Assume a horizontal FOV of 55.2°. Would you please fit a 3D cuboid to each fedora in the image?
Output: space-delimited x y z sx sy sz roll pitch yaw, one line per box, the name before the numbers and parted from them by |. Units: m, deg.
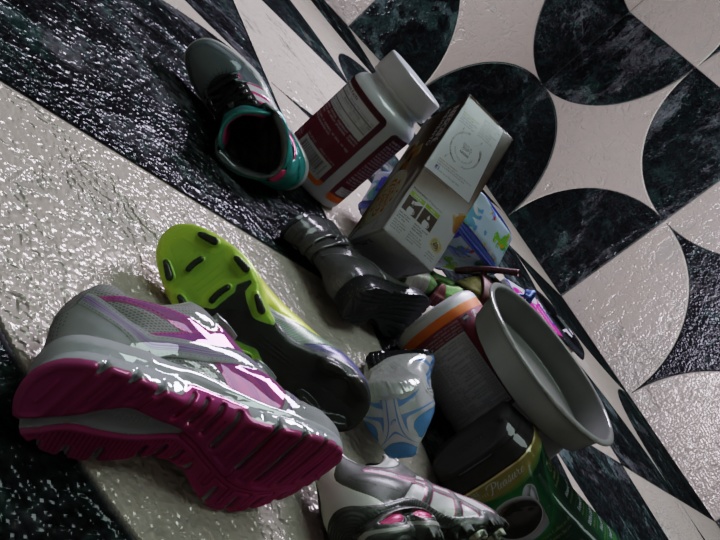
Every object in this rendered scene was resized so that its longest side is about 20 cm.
fedora | 0.390 0.132 1.474 0.201 0.091 0.201 46 18 -19

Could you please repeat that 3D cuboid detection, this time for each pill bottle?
pill bottle | 0.138 0.133 0.780 0.201 0.109 0.109 56 17 15
pill bottle | 0.000 -0.189 0.921 0.114 0.199 0.114 45 17 -19

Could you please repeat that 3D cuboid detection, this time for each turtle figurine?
turtle figurine | 0.118 0.068 0.927 0.192 0.200 0.145 26 46 -12

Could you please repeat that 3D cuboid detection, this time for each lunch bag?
lunch bag | 0.101 -0.068 0.984 0.199 0.083 0.161 14 -23 43

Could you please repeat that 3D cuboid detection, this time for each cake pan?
cake pan | 0.189 0.103 0.725 0.200 0.037 0.201 42 22 -21

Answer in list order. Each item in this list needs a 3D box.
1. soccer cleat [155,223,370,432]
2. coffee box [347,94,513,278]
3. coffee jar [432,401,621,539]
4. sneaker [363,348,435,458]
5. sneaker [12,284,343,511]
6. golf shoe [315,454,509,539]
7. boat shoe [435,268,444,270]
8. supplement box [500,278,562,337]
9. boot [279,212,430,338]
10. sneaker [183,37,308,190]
soccer cleat | -0.075 0.047 0.514 0.200 0.065 0.084 44 -12 -11
coffee box | 0.080 -0.095 0.817 0.080 0.201 0.114 39 -18 -16
coffee jar | 0.162 0.229 0.653 0.201 0.104 0.085 53 17 1
sneaker | 0.037 0.116 0.646 0.200 0.071 0.073 -36 122 -80
sneaker | -0.085 0.066 0.382 0.200 0.081 0.089 38 23 -39
golf shoe | 0.043 0.176 0.507 0.199 0.077 0.088 32 18 -50
boat shoe | 0.094 -0.054 1.151 0.200 0.071 0.073 51 43 -40
supplement box | 0.272 0.097 1.222 0.102 0.103 0.200 58 16 24
boot | 0.000 0.000 0.776 0.132 0.070 0.200 50 8 26
sneaker | -0.135 -0.172 0.748 0.201 0.083 0.121 52 7 -4
